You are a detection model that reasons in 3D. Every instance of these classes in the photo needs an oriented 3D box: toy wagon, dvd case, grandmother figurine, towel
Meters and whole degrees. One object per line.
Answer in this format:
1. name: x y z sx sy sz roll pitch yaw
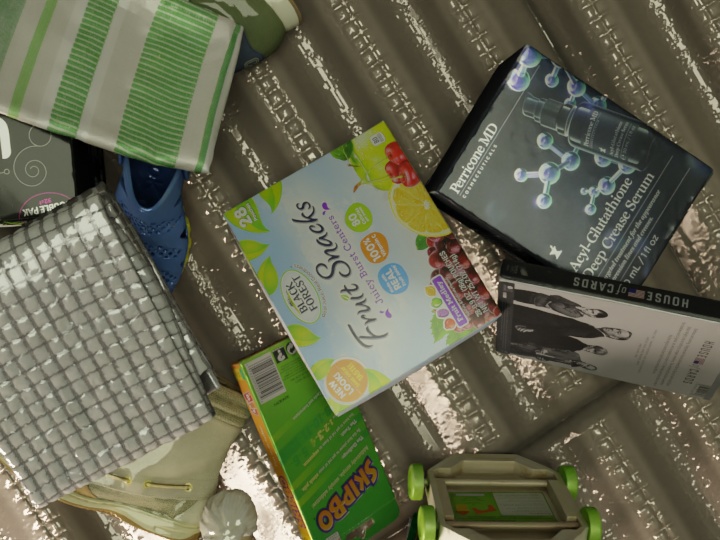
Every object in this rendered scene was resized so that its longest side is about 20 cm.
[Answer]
1. toy wagon: 0.124 0.215 0.737 0.153 0.200 0.040 2 107 -4
2. dvd case: 0.216 0.053 0.738 0.198 0.151 0.025 11 63 13
3. grandmother figurine: -0.112 0.294 0.780 0.120 0.060 0.202 -10 105 -26
4. towel: -0.220 0.056 0.671 0.164 0.086 0.201 -28 108 -5
5. towel: -0.197 -0.169 0.674 0.198 0.023 0.154 19 68 -23

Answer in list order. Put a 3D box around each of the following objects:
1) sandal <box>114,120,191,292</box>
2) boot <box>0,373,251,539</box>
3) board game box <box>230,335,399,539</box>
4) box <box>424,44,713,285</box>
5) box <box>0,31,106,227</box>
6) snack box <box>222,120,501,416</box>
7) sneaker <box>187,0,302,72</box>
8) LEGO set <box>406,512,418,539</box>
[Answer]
1. sandal: -0.184 -0.063 0.747 0.079 0.087 0.202 5 109 -7
2. boot: -0.206 0.139 0.773 0.199 0.072 0.156 25 92 -12
3. board game box: -0.038 0.158 0.790 0.095 0.030 0.202 -25 93 -32
4. box: 0.178 -0.078 0.773 0.199 0.107 0.149 32 91 -4
5. box: -0.330 -0.110 0.726 0.198 0.124 0.150 -5 93 -5
6. snack box: 0.000 0.000 0.760 0.168 0.068 0.201 -29 80 -5
7. sneaker: -0.152 -0.259 0.758 0.200 0.067 0.090 42 84 -8
8. LEGO set: 0.109 0.300 0.768 0.198 0.154 0.117 4 92 -1
